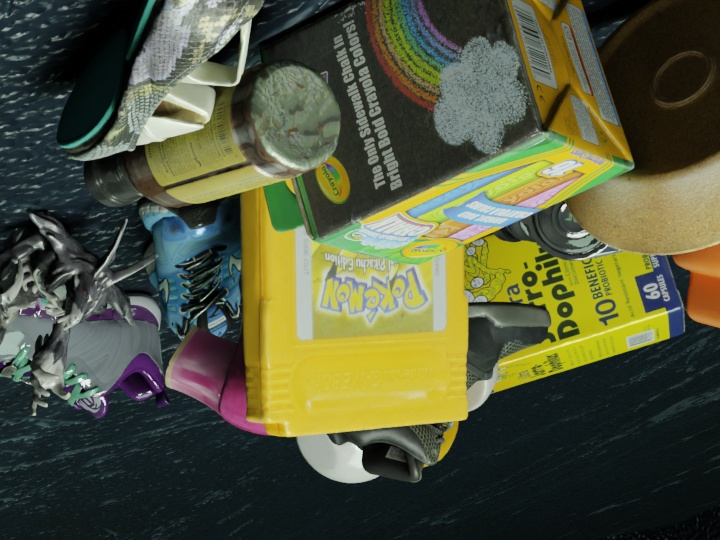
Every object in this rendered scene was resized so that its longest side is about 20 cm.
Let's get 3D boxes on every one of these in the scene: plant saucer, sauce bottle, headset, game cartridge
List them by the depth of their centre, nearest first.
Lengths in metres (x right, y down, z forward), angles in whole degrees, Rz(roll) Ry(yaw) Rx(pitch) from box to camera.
[{"bbox_3d":[-0.092,-0.071,1.102,0.064,0.065,0.199,-3,176,-39],"label":"sauce bottle"},{"bbox_3d":[0.194,-0.103,1.140,0.199,0.201,0.035,-23,135,25],"label":"plant saucer"},{"bbox_3d":[0.000,0.000,1.240,0.175,0.202,0.032,-2,180,-42],"label":"game cartridge"},{"bbox_3d":[0.130,-0.060,1.374,0.199,0.095,0.123,-10,-167,-24],"label":"headset"}]

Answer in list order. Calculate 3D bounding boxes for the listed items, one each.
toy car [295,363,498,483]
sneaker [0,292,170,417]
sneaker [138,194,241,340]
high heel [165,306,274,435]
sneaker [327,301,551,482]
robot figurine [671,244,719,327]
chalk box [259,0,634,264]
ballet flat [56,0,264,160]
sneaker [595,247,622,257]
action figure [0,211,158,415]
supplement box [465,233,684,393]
[{"bbox_3d":[-0.008,0.053,1.451,0.174,0.201,0.149,-29,-168,-37],"label":"toy car"},{"bbox_3d":[-0.220,0.064,1.437,0.199,0.088,0.074,-2,159,-42],"label":"sneaker"},{"bbox_3d":[-0.103,0.001,1.333,0.078,0.091,0.200,-14,163,-8],"label":"sneaker"},{"bbox_3d":[-0.040,0.019,1.286,0.200,0.095,0.068,-55,160,-36],"label":"high heel"},{"bbox_3d":[0.051,0.079,1.352,0.198,0.115,0.076,-11,-177,-36],"label":"sneaker"},{"bbox_3d":[0.280,-0.058,1.346,0.143,0.202,0.117,10,-176,8],"label":"robot figurine"},{"bbox_3d":[0.031,-0.083,1.120,0.199,0.126,0.124,-23,163,28],"label":"chalk box"},{"bbox_3d":[-0.099,-0.102,1.006,0.072,0.073,0.200,-7,161,-28],"label":"ballet flat"},{"bbox_3d":[0.235,-0.058,1.508,0.199,0.071,0.082,-20,167,6],"label":"sneaker"},{"bbox_3d":[-0.228,0.035,1.293,0.199,0.103,0.119,-20,136,25],"label":"action figure"},{"bbox_3d":[0.159,0.021,1.629,0.199,0.110,0.110,-18,165,6],"label":"supplement box"}]
